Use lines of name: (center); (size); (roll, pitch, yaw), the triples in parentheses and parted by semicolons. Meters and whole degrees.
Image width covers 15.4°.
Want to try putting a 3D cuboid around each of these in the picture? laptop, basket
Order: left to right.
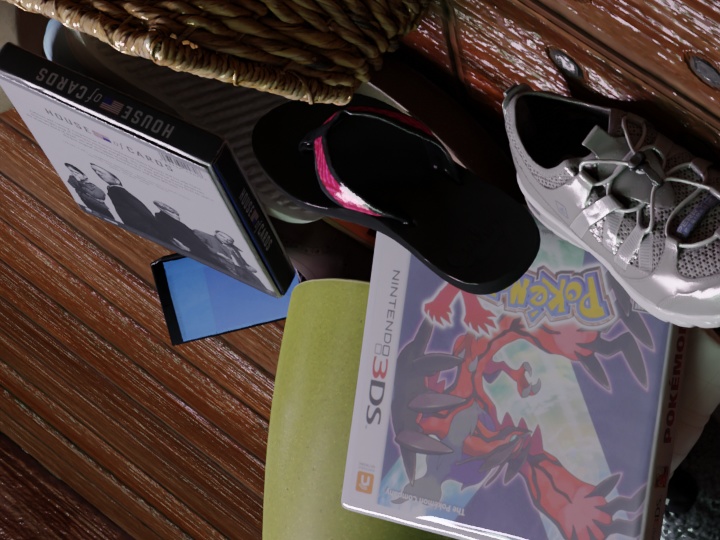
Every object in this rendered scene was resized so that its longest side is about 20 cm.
basket: (-0.081, -0.140, 1.420); (0.200, 0.149, 0.143); (23, 156, 48)
laptop: (-0.037, 0.048, 1.920); (0.200, 0.103, 0.177); (38, 165, 14)

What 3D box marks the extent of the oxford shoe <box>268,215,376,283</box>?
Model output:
oxford shoe: (0.000, 0.000, 1.700); (0.200, 0.073, 0.071); (38, -171, -33)

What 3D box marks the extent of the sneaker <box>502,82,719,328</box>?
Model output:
sneaker: (0.135, -0.035, 1.309); (0.200, 0.075, 0.082); (27, 161, 47)

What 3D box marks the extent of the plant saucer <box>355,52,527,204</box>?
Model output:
plant saucer: (0.032, -0.067, 1.560); (0.200, 0.035, 0.200); (38, 164, 13)

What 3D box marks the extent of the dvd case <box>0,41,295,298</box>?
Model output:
dvd case: (-0.124, -0.055, 1.564); (0.150, 0.025, 0.200); (24, 164, 18)

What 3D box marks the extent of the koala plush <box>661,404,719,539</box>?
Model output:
koala plush: (0.201, 0.146, 1.481); (0.200, 0.178, 0.184); (31, 180, 23)

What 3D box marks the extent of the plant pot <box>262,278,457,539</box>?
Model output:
plant pot: (0.016, 0.134, 1.612); (0.186, 0.201, 0.187); (17, 165, 5)

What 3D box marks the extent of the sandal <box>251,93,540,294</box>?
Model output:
sandal: (0.015, -0.053, 1.425); (0.200, 0.075, 0.045); (31, 164, 39)

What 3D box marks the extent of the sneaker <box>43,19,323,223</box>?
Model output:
sneaker: (-0.101, -0.097, 1.570); (0.200, 0.074, 0.082); (41, 156, -20)

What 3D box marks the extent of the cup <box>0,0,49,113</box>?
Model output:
cup: (-0.266, -0.177, 1.757); (0.142, 0.201, 0.201); (7, 151, 21)

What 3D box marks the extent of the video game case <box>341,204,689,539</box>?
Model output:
video game case: (0.081, 0.056, 1.415); (0.199, 0.183, 0.023); (11, -175, 38)

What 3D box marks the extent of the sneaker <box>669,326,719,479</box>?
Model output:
sneaker: (0.130, 0.013, 1.439); (0.074, 0.116, 0.200); (8, -146, -53)
